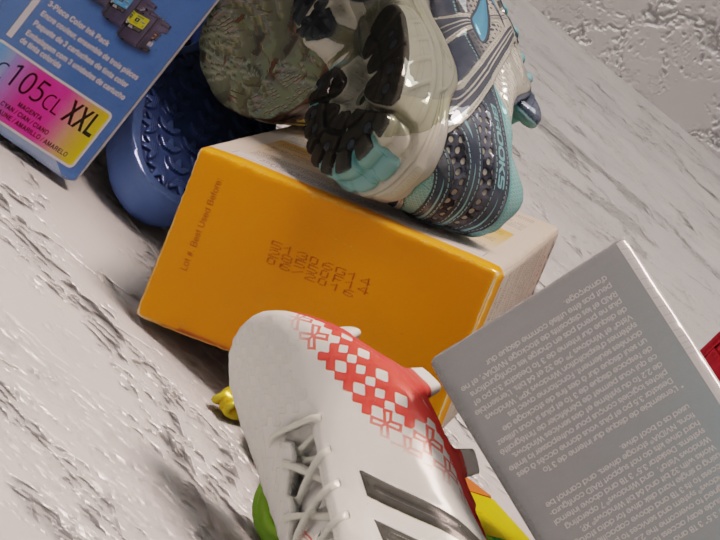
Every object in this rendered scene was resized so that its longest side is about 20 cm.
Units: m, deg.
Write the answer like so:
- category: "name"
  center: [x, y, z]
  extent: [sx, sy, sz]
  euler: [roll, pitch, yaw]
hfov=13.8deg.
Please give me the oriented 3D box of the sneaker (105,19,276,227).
- category: "sneaker"
  center: [-0.082, -0.070, 1.311]
  extent: [0.070, 0.078, 0.200]
  euler: [41, 32, -14]

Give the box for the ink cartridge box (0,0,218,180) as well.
- category: "ink cartridge box"
  center: [-0.095, -0.155, 1.220]
  extent: [0.076, 0.200, 0.136]
  euler: [36, 12, -27]

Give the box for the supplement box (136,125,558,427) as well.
- category: "supplement box"
  center: [0.000, 0.000, 1.195]
  extent: [0.126, 0.074, 0.200]
  euler: [23, 9, 8]

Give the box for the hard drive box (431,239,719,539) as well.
- category: "hard drive box"
  center: [0.116, 0.109, 0.961]
  extent: [0.200, 0.077, 0.156]
  euler: [59, 3, 21]

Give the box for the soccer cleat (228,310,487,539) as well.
- category: "soccer cleat"
  center: [0.002, 0.091, 0.926]
  extent: [0.085, 0.069, 0.200]
  euler: [-11, 54, -38]

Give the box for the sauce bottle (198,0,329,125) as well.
- category: "sauce bottle"
  center: [-0.005, -0.094, 1.309]
  extent: [0.065, 0.065, 0.200]
  euler: [44, 15, 14]

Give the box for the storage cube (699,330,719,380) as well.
- category: "storage cube"
  center: [0.227, 0.124, 1.273]
  extent: [0.171, 0.200, 0.180]
  euler: [33, 20, -40]

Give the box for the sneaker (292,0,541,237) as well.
- category: "sneaker"
  center: [0.026, -0.085, 1.171]
  extent: [0.086, 0.078, 0.200]
  euler: [34, 36, -25]

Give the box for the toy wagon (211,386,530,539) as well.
- category: "toy wagon"
  center: [0.021, 0.099, 1.055]
  extent: [0.200, 0.040, 0.155]
  euler: [48, 12, 29]
